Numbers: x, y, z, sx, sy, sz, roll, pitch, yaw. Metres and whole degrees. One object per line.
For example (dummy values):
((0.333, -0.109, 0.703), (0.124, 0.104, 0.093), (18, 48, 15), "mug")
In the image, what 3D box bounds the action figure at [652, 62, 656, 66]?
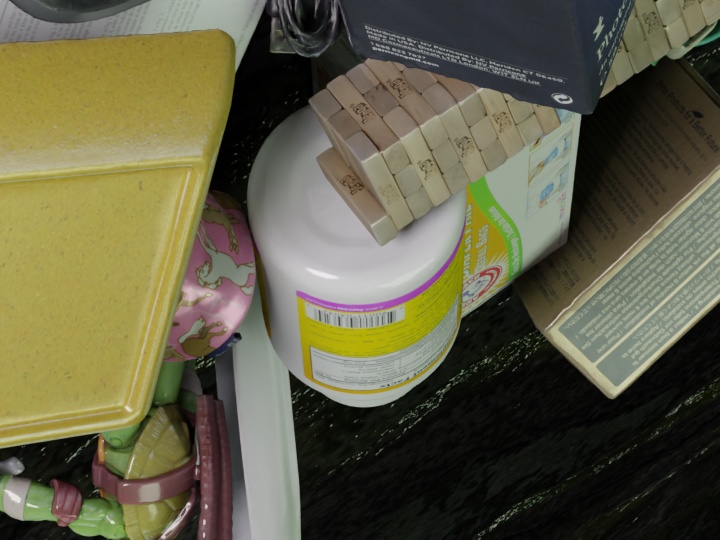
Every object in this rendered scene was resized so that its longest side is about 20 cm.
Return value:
((0.141, -0.203, 1.302), (0.119, 0.054, 0.200), (-61, 145, -7), "action figure")

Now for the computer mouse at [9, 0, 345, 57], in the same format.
((-0.085, -0.151, 1.024), (0.199, 0.053, 0.140), (-12, 115, -42), "computer mouse")

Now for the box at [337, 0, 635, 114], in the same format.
((0.066, -0.201, 1.009), (0.199, 0.122, 0.201), (63, 46, -67), "box")

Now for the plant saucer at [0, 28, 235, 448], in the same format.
((-0.145, 0.004, 1.017), (0.199, 0.048, 0.201), (-7, 129, -34), "plant saucer")

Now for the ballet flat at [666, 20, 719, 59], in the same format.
((0.157, -0.152, 1.425), (0.199, 0.070, 0.067), (-11, 145, -51), "ballet flat")

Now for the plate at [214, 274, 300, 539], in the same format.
((-0.057, 0.093, 1.359), (0.032, 0.201, 0.200), (-5, 159, -7), "plate")

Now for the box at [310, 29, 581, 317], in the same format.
((0.046, -0.068, 1.349), (0.101, 0.113, 0.200), (-34, 159, -14), "box")

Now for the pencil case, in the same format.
((-0.140, -0.008, 1.109), (0.082, 0.087, 0.199), (-10, 164, 43), "pencil case")

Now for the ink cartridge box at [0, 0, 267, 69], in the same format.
((-0.154, -0.085, 1.107), (0.199, 0.057, 0.163), (-1, 140, -28), "ink cartridge box")

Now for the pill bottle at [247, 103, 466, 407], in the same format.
((0.000, 0.000, 1.231), (0.104, 0.104, 0.200), (-35, 161, -13), "pill bottle")

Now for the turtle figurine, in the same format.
((-0.148, 0.067, 1.341), (0.143, 0.200, 0.195), (-4, 123, -21), "turtle figurine")

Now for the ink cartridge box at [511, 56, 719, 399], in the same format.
((0.160, -0.040, 1.482), (0.165, 0.200, 0.075), (-42, 116, 9), "ink cartridge box")

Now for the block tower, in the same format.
((0.071, -0.096, 1.112), (0.199, 0.054, 0.058), (-35, 140, -4), "block tower")
